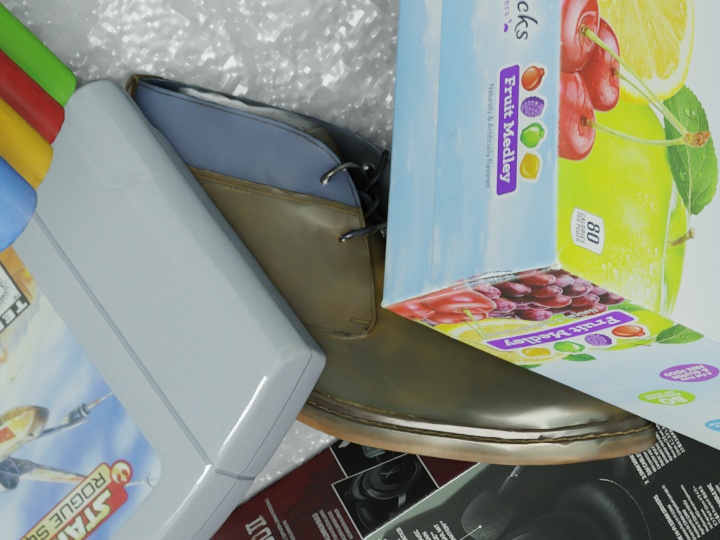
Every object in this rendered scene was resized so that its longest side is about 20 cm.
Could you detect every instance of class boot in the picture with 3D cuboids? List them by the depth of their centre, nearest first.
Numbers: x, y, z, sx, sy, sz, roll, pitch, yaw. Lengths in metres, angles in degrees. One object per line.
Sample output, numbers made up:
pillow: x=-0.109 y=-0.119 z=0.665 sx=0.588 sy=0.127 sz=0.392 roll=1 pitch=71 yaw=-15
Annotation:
boot: x=0.000 y=0.000 z=0.763 sx=0.198 sy=0.075 sz=0.098 roll=10 pitch=98 yaw=17

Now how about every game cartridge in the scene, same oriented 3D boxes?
game cartridge: x=-0.112 y=0.055 z=0.753 sx=0.200 sy=0.133 sz=0.041 roll=-43 pitch=154 yaw=11

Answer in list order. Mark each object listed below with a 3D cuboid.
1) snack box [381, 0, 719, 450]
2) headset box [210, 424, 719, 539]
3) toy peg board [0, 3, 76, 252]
snack box: x=0.097 y=-0.045 z=0.728 sx=0.199 sy=0.067 sz=0.170 roll=23 pitch=63 yaw=-45
headset box: x=0.055 y=0.114 z=0.844 sx=0.199 sy=0.077 sz=0.149 roll=-34 pitch=112 yaw=0
toy peg board: x=-0.159 y=-0.009 z=0.679 sx=0.200 sy=0.199 sz=0.098 roll=-41 pitch=120 yaw=10
